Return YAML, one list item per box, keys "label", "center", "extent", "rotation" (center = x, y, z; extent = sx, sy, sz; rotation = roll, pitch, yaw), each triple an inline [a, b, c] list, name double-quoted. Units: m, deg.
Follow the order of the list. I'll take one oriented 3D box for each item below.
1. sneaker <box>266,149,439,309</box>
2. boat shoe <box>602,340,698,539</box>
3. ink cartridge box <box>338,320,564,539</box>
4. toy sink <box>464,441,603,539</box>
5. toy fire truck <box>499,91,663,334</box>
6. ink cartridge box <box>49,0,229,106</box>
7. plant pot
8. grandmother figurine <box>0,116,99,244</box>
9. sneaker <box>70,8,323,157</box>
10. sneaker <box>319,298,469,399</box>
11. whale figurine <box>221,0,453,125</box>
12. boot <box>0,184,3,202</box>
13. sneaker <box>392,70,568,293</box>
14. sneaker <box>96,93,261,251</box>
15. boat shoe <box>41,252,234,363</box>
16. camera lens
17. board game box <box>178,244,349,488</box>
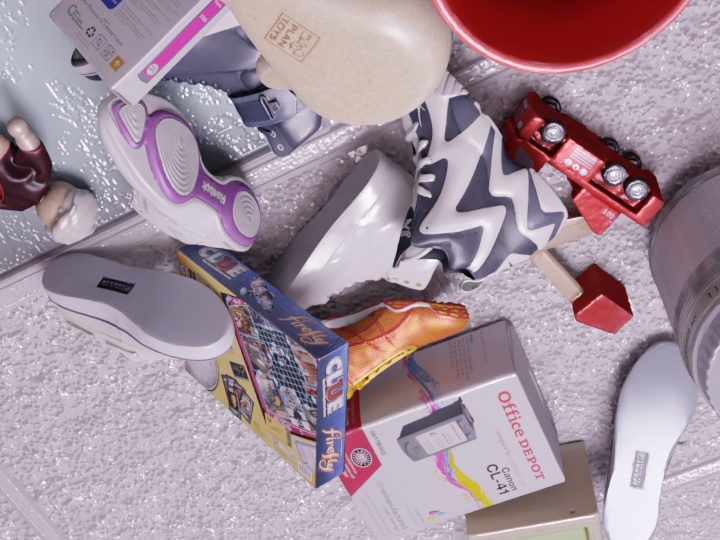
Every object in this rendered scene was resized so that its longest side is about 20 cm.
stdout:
- label: "sneaker"
  center: [0.000, 0.000, 1.035]
  extent: [0.115, 0.074, 0.200]
  rotation: [30, 123, -22]
- label: "boat shoe"
  center: [0.275, 0.162, 1.141]
  extent: [0.072, 0.068, 0.203]
  rotation: [8, 99, 8]
- label: "ink cartridge box"
  center: [0.076, 0.154, 1.127]
  extent: [0.197, 0.086, 0.149]
  rotation: [-20, 121, 14]
- label: "toy sink"
  center: [0.183, 0.293, 1.200]
  extent: [0.128, 0.113, 0.203]
  rotation: [-10, 123, 7]
- label: "toy fire truck"
  center: [0.180, -0.046, 1.018]
  extent: [0.198, 0.049, 0.141]
  rotation: [30, 120, -17]
- label: "ink cartridge box"
  center: [-0.127, -0.221, 0.860]
  extent: [0.200, 0.095, 0.037]
  rotation: [-45, 153, 4]
- label: "plant pot"
  center: [0.129, -0.259, 0.801]
  extent: [0.196, 0.178, 0.203]
  rotation: [-1, 122, -1]
- label: "grandmother figurine"
  center: [-0.301, -0.091, 0.989]
  extent: [0.199, 0.061, 0.121]
  rotation: [37, 143, -24]
- label: "sneaker"
  center: [-0.116, -0.148, 0.937]
  extent: [0.199, 0.078, 0.147]
  rotation: [-12, 131, 20]
- label: "sneaker"
  center: [0.007, 0.072, 1.070]
  extent: [0.197, 0.079, 0.073]
  rotation: [-16, 167, 19]
- label: "whale figurine"
  center: [-0.028, -0.189, 0.818]
  extent: [0.198, 0.105, 0.159]
  rotation: [26, 142, -17]
- label: "boot"
  center: [-0.350, -0.039, 0.975]
  extent: [0.142, 0.073, 0.202]
  rotation: [12, 142, 10]
- label: "sneaker"
  center: [0.052, -0.069, 0.934]
  extent: [0.129, 0.079, 0.200]
  rotation: [-43, 93, -4]
- label: "sneaker"
  center: [-0.162, -0.070, 0.958]
  extent: [0.098, 0.076, 0.200]
  rotation: [1, 152, 27]
- label: "boat shoe"
  center: [-0.189, 0.045, 1.035]
  extent: [0.197, 0.071, 0.071]
  rotation: [14, 139, 25]
- label: "camera lens"
  center: [0.328, 0.019, 0.969]
  extent: [0.157, 0.201, 0.162]
  rotation: [0, 124, 0]
- label: "board game box"
  center: [-0.086, 0.076, 1.024]
  extent: [0.034, 0.199, 0.137]
  rotation: [-23, 132, -34]
